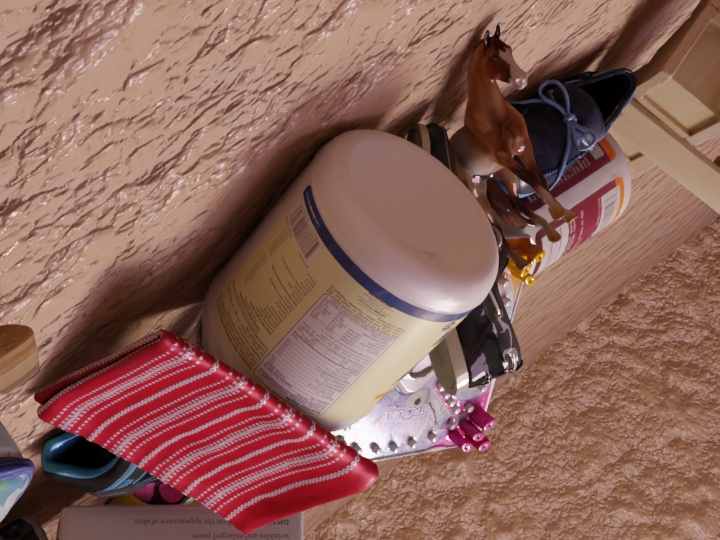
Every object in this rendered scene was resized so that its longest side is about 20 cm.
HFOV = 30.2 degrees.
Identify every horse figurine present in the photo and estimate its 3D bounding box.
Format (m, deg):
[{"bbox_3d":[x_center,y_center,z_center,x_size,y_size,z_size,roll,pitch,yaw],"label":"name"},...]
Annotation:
[{"bbox_3d":[0.104,-0.076,0.971,0.050,0.133,0.200,-32,169,-9],"label":"horse figurine"}]

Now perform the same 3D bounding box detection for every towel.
[{"bbox_3d":[-0.101,0.114,0.894,0.144,0.200,0.023,-26,-139,36],"label":"towel"}]

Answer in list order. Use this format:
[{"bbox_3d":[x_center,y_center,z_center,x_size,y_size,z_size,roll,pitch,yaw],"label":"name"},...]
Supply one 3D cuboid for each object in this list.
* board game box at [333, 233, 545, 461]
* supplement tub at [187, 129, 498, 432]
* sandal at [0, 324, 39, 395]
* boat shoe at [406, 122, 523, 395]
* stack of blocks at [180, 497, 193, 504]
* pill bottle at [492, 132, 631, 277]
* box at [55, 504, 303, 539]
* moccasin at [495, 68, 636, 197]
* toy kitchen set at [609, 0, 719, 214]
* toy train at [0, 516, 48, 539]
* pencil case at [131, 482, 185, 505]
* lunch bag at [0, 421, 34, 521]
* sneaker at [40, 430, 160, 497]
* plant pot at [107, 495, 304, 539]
[{"bbox_3d":[0.051,0.070,1.083,0.199,0.026,0.201,-4,117,-38],"label":"board game box"},{"bbox_3d":[-0.018,0.019,0.907,0.200,0.145,0.145,-47,165,34],"label":"supplement tub"},{"bbox_3d":[-0.221,0.047,0.627,0.077,0.070,0.212,-4,-164,15],"label":"sandal"},{"bbox_3d":[0.073,-0.013,0.982,0.067,0.201,0.072,-14,-170,-11],"label":"boat shoe"},{"bbox_3d":[-0.115,0.136,1.243,0.200,0.059,0.115,-42,168,10],"label":"stack of blocks"},{"bbox_3d":[0.139,-0.053,1.190,0.199,0.114,0.114,-31,165,-34],"label":"pill bottle"},{"bbox_3d":[-0.160,0.276,1.132,0.198,0.132,0.199,2,163,-14],"label":"box"},{"bbox_3d":[0.168,-0.130,1.112,0.068,0.081,0.200,-32,-171,43],"label":"moccasin"},{"bbox_3d":[0.343,-0.171,1.236,0.181,0.163,0.200,-53,-175,-12],"label":"toy kitchen set"},{"bbox_3d":[-0.329,0.272,1.056,0.199,0.085,0.114,-31,156,-35],"label":"toy train"},{"bbox_3d":[-0.109,0.103,1.083,0.200,0.091,0.094,-41,133,17],"label":"pencil case"},{"bbox_3d":[-0.291,0.153,0.736,0.200,0.083,0.161,-43,165,11],"label":"lunch bag"},{"bbox_3d":[-0.142,0.125,0.993,0.199,0.074,0.082,-21,162,14],"label":"sneaker"},{"bbox_3d":[-0.193,0.314,1.374,0.200,0.177,0.200,-45,166,27],"label":"plant pot"}]
